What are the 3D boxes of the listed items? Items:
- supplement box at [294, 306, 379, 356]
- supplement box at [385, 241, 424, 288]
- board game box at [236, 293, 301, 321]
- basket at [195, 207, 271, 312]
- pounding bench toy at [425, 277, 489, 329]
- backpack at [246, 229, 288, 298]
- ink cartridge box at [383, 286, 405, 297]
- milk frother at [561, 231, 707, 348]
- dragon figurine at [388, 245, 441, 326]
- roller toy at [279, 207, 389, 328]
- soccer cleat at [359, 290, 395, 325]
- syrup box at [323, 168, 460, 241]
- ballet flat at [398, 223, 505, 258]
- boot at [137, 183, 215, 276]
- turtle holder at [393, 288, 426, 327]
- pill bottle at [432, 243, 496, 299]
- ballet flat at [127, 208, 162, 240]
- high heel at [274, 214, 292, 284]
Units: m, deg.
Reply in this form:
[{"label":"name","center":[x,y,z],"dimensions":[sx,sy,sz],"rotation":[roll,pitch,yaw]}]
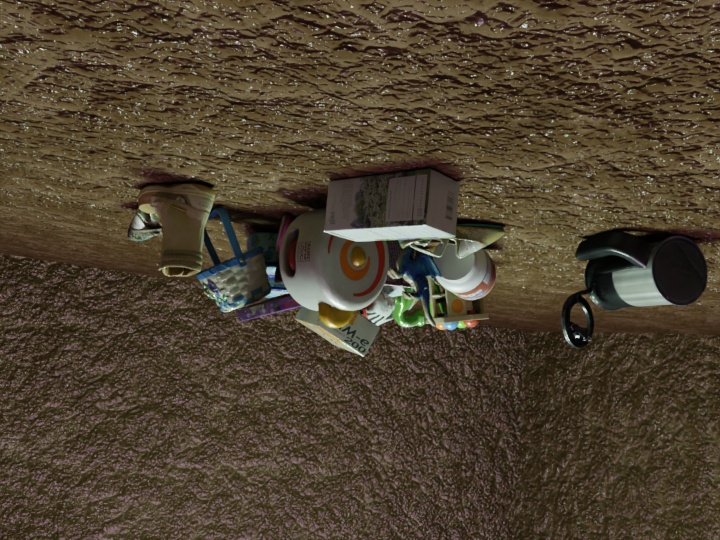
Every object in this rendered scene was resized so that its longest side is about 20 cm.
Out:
[{"label":"supplement box","center":[-0.056,0.114,1.392],"dimensions":[0.125,0.074,0.199],"rotation":[35,169,-17]},{"label":"supplement box","center":[0.027,-0.031,1.280],"dimensions":[0.195,0.112,0.061],"rotation":[7,-176,-2]},{"label":"board game box","center":[-0.142,0.061,1.293],"dimensions":[0.197,0.033,0.119],"rotation":[-15,179,33]},{"label":"basket","center":[-0.276,-0.022,1.332],"dimensions":[0.137,0.204,0.176],"rotation":[-21,-179,-27]},{"label":"pounding bench toy","center":[0.219,0.066,1.596],"dimensions":[0.121,0.160,0.200],"rotation":[-4,176,-15]},{"label":"backpack","center":[-0.181,-0.011,1.494],"dimensions":[0.178,0.151,0.200],"rotation":[2,167,-2]},{"label":"ink cartridge box","center":[0.000,0.000,1.395],"dimensions":[0.156,0.048,0.201],"rotation":[-11,145,15]},{"label":"milk frother","center":[0.471,0.044,1.134],"dimensions":[0.176,0.205,0.188],"rotation":[12,171,-14]},{"label":"dragon figurine","center":[0.116,0.005,1.218],"dimensions":[0.099,0.201,0.059],"rotation":[-37,-179,-12]},{"label":"roller toy","center":[-0.043,-0.019,1.141],"dimensions":[0.138,0.200,0.184],"rotation":[-4,126,48]},{"label":"soccer cleat","center":[0.035,0.066,1.399],"dimensions":[0.083,0.070,0.201],"rotation":[-11,150,-2]},{"label":"syrup box","center":[0.042,-0.092,0.941],"dimensions":[0.197,0.081,0.081],"rotation":[0,171,42]},{"label":"ballet flat","center":[0.164,-0.056,1.164],"dimensions":[0.195,0.073,0.071],"rotation":[6,173,3]},{"label":"boot","center":[-0.342,-0.070,1.142],"dimensions":[0.197,0.160,0.072],"rotation":[1,171,36]},{"label":"turtle holder","center":[0.099,0.040,1.548],"dimensions":[0.130,0.186,0.142],"rotation":[-26,150,-32]},{"label":"pill bottle","center":[0.211,-0.006,1.310],"dimensions":[0.110,0.115,0.199],"rotation":[3,172,21]},{"label":"ballet flat","center":[-0.428,-0.108,1.346],"dimensions":[0.195,0.069,0.076],"rotation":[-3,148,22]},{"label":"high heel","center":[-0.128,-0.037,1.328],"dimensions":[0.094,0.069,0.202],"rotation":[9,142,-2]}]
